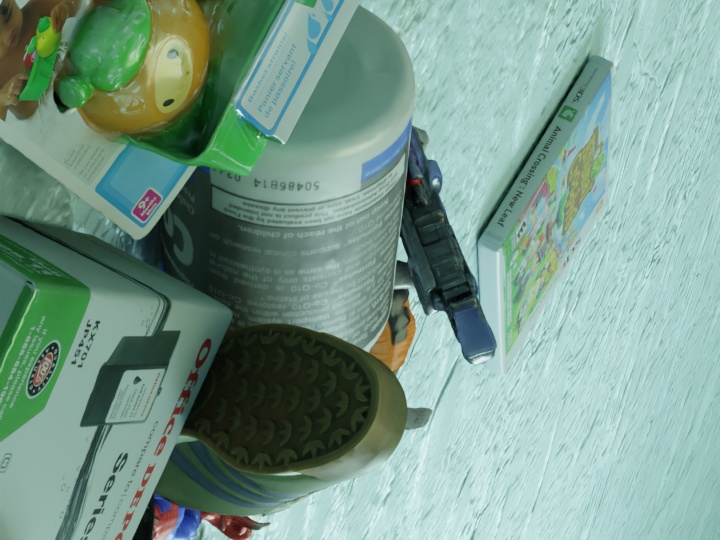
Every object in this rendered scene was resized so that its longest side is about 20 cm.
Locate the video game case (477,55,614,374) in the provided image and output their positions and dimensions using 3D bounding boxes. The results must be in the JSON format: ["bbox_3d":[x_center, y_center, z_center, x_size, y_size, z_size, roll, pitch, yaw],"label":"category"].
[{"bbox_3d":[0.142,-0.038,1.629,0.183,0.022,0.201,-57,161,-23],"label":"video game case"}]

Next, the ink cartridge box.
[{"bbox_3d":[-0.143,0.058,0.842,0.148,0.083,0.200,-65,163,5],"label":"ink cartridge box"}]

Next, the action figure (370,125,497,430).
[{"bbox_3d":[0.000,0.000,1.113,0.104,0.201,0.195,-11,133,-10],"label":"action figure"}]

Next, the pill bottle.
[{"bbox_3d":[-0.037,-0.020,0.993,0.114,0.113,0.201,-50,157,-39],"label":"pill bottle"}]

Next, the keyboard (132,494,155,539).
[{"bbox_3d":[-0.114,0.170,1.017,0.021,0.126,0.201,-73,175,-48],"label":"keyboard"}]

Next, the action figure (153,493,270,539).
[{"bbox_3d":[-0.078,0.136,1.121,0.200,0.098,0.066,1,112,-68],"label":"action figure"}]

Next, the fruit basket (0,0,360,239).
[{"bbox_3d":[-0.073,-0.119,0.796,0.186,0.093,0.200,-62,159,-8],"label":"fruit basket"}]

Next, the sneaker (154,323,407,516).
[{"bbox_3d":[-0.041,0.072,0.953,0.090,0.199,0.068,31,64,-43],"label":"sneaker"}]
